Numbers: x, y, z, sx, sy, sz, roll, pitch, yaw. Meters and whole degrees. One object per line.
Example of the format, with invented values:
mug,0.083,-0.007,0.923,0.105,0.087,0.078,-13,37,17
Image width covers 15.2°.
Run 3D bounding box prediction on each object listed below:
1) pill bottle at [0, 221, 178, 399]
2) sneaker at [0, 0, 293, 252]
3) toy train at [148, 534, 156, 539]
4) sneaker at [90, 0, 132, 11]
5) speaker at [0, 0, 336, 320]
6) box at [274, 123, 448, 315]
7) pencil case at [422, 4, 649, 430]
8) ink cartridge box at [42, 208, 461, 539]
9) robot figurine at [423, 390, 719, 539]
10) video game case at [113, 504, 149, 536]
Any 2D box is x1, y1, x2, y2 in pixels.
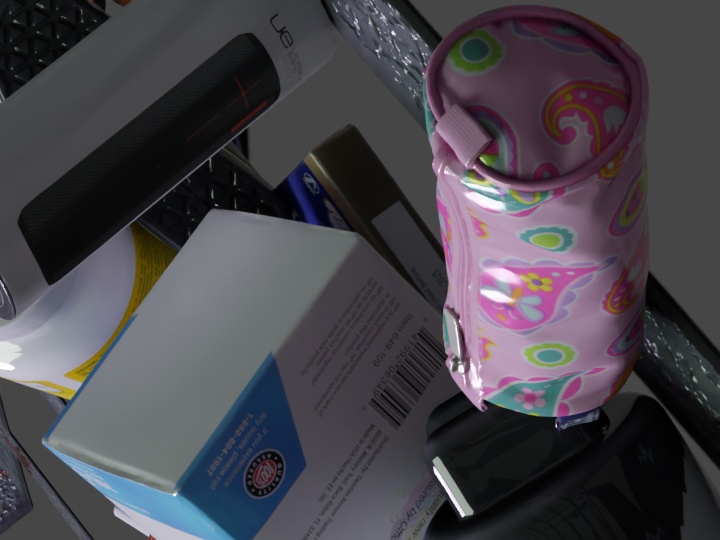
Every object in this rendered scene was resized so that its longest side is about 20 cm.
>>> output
pill bottle,-0.151,0.007,1.390,0.113,0.112,0.200,48,-173,20
sneaker,-0.115,-0.067,1.344,0.200,0.072,0.083,47,-178,-21
toy train,-0.072,0.159,1.447,0.084,0.201,0.116,14,180,-7
sneaker,-0.141,-0.159,1.362,0.112,0.077,0.200,49,165,22
speaker,-0.107,-0.070,1.217,0.081,0.200,0.081,43,160,20
box,0.000,0.000,1.375,0.121,0.032,0.200,54,166,0
pencil case,0.067,-0.015,1.025,0.087,0.087,0.200,47,163,24
ink cartridge box,-0.013,0.093,1.278,0.200,0.147,0.146,44,163,-28
robot figurine,0.109,0.132,1.158,0.125,0.150,0.201,-26,100,47
video game case,-0.090,0.077,1.598,0.023,0.183,0.200,14,180,-22
